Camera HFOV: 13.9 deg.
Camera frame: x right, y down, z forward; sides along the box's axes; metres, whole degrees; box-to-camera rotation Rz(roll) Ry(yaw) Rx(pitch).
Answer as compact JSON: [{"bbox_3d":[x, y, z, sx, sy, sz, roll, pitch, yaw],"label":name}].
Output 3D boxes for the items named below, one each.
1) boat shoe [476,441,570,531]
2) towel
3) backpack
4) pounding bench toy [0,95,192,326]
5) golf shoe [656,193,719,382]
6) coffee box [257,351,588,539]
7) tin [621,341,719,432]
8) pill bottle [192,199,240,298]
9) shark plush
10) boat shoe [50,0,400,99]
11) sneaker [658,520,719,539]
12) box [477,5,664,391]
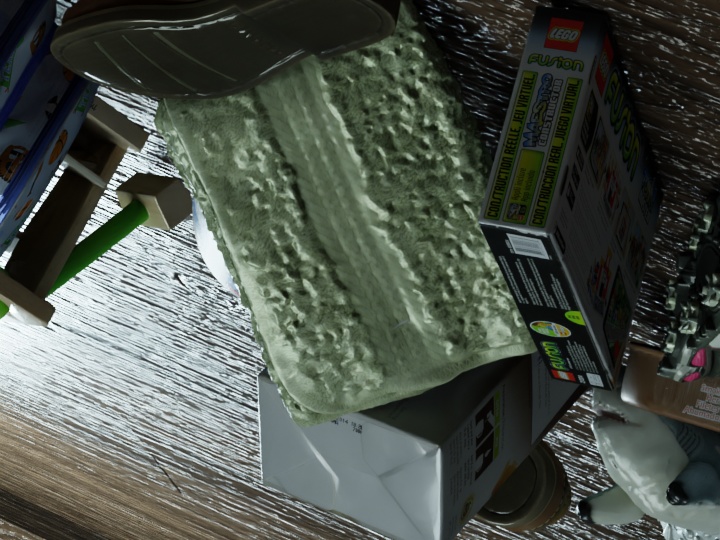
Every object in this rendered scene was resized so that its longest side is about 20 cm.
[{"bbox_3d":[0.036,0.078,1.679,0.200,0.072,0.068,45,-171,23],"label":"boat shoe"},{"bbox_3d":[-0.001,-0.028,1.432,0.037,0.148,0.201,-99,-13,-70],"label":"towel"},{"bbox_3d":[-0.231,-0.094,1.637,0.153,0.201,0.191,22,159,0],"label":"backpack"},{"bbox_3d":[-0.214,-0.032,1.857,0.200,0.157,0.124,35,163,-30],"label":"pounding bench toy"},{"bbox_3d":[0.201,0.013,1.480,0.088,0.078,0.200,10,170,3],"label":"golf shoe"},{"bbox_3d":[0.047,0.047,1.563,0.114,0.200,0.080,21,133,27],"label":"coffee box"},{"bbox_3d":[0.231,0.077,1.612,0.199,0.042,0.112,15,178,41],"label":"tin"},{"bbox_3d":[-0.031,-0.049,1.554,0.112,0.113,0.200,27,168,0],"label":"pill bottle"},{"bbox_3d":[0.218,0.109,1.733,0.199,0.084,0.091,9,163,-24],"label":"shark plush"},{"bbox_3d":[-0.055,-0.128,1.345,0.199,0.068,0.072,-7,151,37],"label":"boat shoe"},{"bbox_3d":[0.253,0.156,1.849,0.200,0.080,0.077,36,141,54],"label":"sneaker"},{"bbox_3d":[0.102,-0.029,1.393,0.035,0.111,0.200,10,160,17],"label":"box"}]
